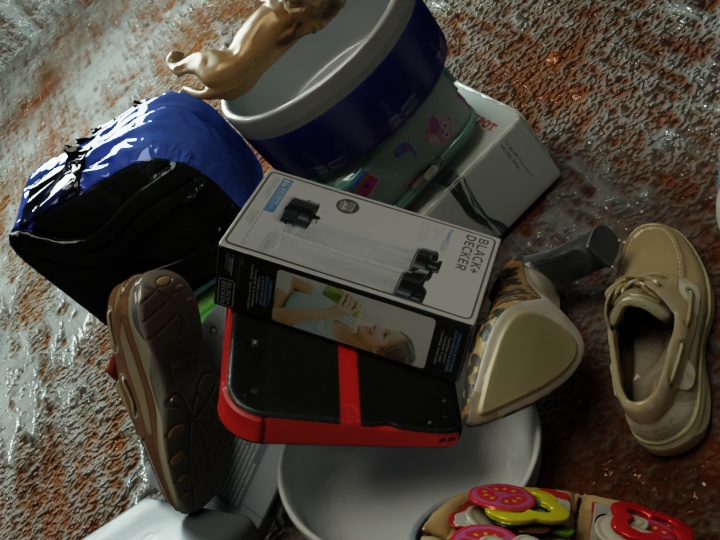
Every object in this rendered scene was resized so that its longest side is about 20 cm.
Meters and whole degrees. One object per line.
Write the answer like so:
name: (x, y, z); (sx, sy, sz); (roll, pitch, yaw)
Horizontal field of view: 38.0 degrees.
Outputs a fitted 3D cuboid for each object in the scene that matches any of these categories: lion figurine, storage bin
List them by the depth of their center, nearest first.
storage bin: (-0.161, 0.270, 0.849); (0.199, 0.147, 0.134); (-4, 23, 46)
lion figurine: (-0.088, -0.200, 0.901); (0.201, 0.072, 0.123); (-52, 37, 13)

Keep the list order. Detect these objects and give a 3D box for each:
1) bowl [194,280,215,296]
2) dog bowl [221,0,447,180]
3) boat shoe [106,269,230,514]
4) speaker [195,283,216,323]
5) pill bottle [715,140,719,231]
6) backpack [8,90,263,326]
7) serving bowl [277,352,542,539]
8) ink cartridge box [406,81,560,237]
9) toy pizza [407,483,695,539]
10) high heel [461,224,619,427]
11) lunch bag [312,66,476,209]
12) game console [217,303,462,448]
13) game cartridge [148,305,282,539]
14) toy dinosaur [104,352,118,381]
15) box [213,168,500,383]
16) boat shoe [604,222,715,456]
bowl: (-0.143, 0.021, 1.067); (0.198, 0.105, 0.204); (-2, 86, 20)
dog bowl: (-0.024, -0.178, 0.929); (0.199, 0.079, 0.201); (-28, 35, 22)
boat shoe: (-0.160, 0.098, 0.859); (0.071, 0.203, 0.075); (-2, 9, 41)
speaker: (-0.103, 0.040, 0.949); (0.199, 0.088, 0.089); (-35, 34, 15)
pill bottle: (0.303, -0.071, 0.722); (0.108, 0.109, 0.201); (-15, 43, 37)
backpack: (-0.189, -0.071, 0.939); (0.199, 0.162, 0.169); (-24, 45, 28)
serving bowl: (0.041, 0.150, 0.779); (0.198, 0.066, 0.201); (-12, 35, 9)
ink cartridge box: (0.070, -0.070, 0.998); (0.200, 0.083, 0.147); (-45, 32, 0)
toy pizza: (0.126, 0.166, 0.603); (0.200, 0.198, 0.032); (32, 119, 56)
high heel: (0.109, 0.056, 0.801); (0.200, 0.071, 0.142); (-49, 8, -30)
lunch bag: (0.014, -0.128, 0.977); (0.160, 0.077, 0.200); (-45, 31, -4)
game console: (-0.018, 0.056, 0.808); (0.201, 0.175, 0.031); (-94, 13, -50)
game cartridge: (-0.103, 0.122, 0.888); (0.202, 0.133, 0.040); (-64, -15, 17)
toy dinosaur: (-0.249, 0.038, 1.181); (0.105, 0.200, 0.181); (-42, -2, 30)
box: (0.000, 0.000, 0.808); (0.198, 0.061, 0.117); (18, 38, 8)
boat shoe: (0.209, 0.032, 0.750); (0.072, 0.065, 0.201); (-20, 40, 32)
